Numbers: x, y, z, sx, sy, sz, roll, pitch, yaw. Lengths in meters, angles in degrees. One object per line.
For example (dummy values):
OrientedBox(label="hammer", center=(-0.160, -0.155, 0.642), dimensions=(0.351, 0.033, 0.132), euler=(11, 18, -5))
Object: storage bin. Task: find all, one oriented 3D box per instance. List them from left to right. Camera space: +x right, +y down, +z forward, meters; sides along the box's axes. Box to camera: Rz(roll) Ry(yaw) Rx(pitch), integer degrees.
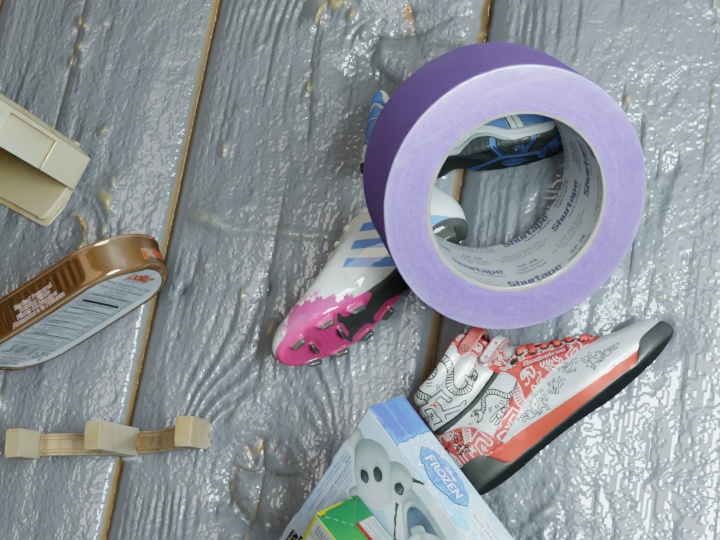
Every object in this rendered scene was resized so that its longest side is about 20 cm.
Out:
OrientedBox(label="storage bin", center=(-0.395, -0.141, 1.014), dimensions=(0.197, 0.200, 0.094), euler=(26, 84, 25))

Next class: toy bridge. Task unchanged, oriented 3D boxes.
OrientedBox(label="toy bridge", center=(-0.220, 0.151, 0.942), dimensions=(0.198, 0.067, 0.027), euler=(-7, 74, 21))

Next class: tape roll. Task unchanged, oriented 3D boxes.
OrientedBox(label="tape roll", center=(0.106, -0.063, 0.797), dimensions=(0.200, 0.200, 0.085), euler=(-40, 23, 7))

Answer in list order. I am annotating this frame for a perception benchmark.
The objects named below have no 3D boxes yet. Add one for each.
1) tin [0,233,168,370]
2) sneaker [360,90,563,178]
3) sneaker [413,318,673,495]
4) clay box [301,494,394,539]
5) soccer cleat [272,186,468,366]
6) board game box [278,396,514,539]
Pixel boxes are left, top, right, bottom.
OrientedBox(label="tin", center=(-0.265, 0.033, 0.968), dimensions=(0.199, 0.112, 0.042), euler=(-31, 77, 12))
OrientedBox(label="sneaker", center=(0.091, -0.125, 0.888), dimensions=(0.198, 0.076, 0.078), euler=(-5, 79, 18))
OrientedBox(label="sneaker", center=(0.134, 0.074, 0.825), dimensions=(0.201, 0.067, 0.108), euler=(-40, 68, 10))
OrientedBox(label="clay box", center=(-0.016, 0.275, 0.779), dimensions=(0.115, 0.047, 0.201), euler=(46, 131, 28))
OrientedBox(label="soccer cleat", center=(0.000, 0.000, 0.902), dimensions=(0.199, 0.070, 0.087), euler=(-37, 57, 3))
OrientedBox(label="board game box", center=(0.034, 0.233, 0.782), dimensions=(0.199, 0.043, 0.201), euler=(52, 131, 25))
